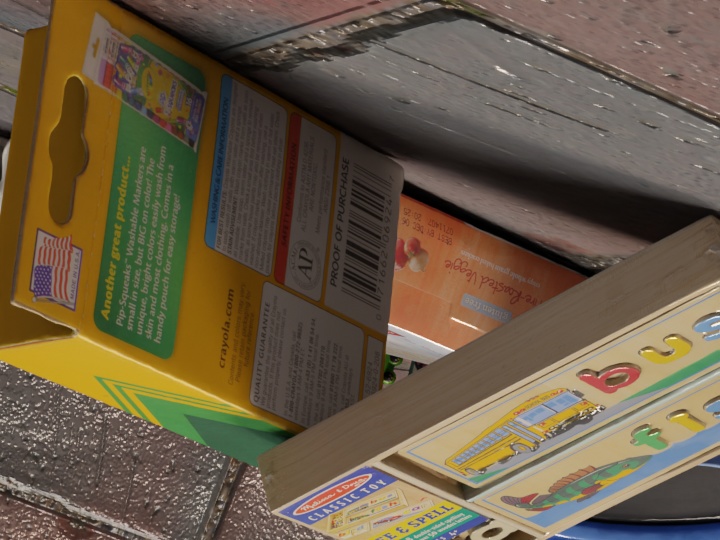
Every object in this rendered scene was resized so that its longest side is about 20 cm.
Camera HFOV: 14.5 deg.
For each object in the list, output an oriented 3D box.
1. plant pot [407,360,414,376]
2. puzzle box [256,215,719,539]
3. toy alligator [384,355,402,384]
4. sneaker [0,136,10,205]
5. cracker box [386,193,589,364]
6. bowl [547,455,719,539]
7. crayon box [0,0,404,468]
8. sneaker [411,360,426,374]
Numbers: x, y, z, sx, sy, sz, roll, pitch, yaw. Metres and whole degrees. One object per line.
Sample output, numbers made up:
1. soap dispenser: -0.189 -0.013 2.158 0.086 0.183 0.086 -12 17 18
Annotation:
1. plant pot: 0.101 0.147 1.744 0.200 0.161 0.201 21 173 3
2. puzzle box: 0.078 0.053 1.045 0.200 0.025 0.133 -29 148 24
3. toy alligator: 0.000 0.053 1.728 0.054 0.059 0.200 23 174 -17
4. sneaker: -0.203 -0.034 1.583 0.089 0.075 0.200 52 150 -10
5. cracker box: 0.000 0.000 1.270 0.134 0.058 0.200 23 175 -34
6. bowl: 0.128 0.101 1.269 0.200 0.039 0.201 3 157 1
7. crayon box: -0.067 -0.012 1.037 0.051 0.126 0.200 -10 155 37
8. sneaker: 0.118 0.082 1.364 0.200 0.081 0.075 19 -144 6
